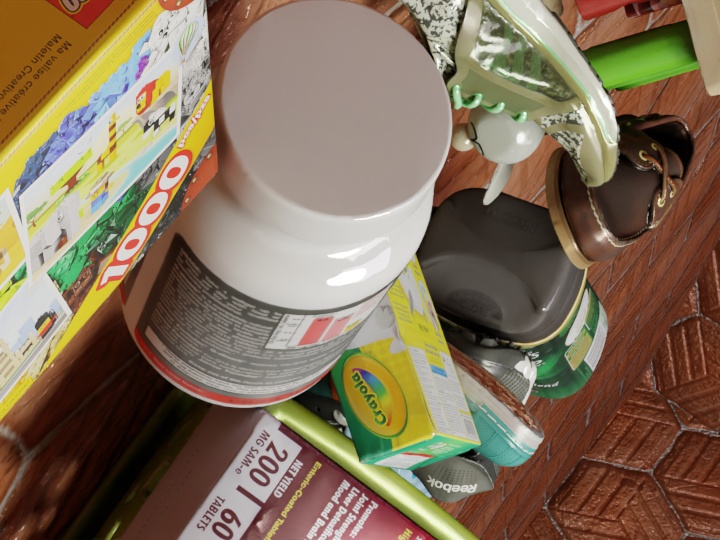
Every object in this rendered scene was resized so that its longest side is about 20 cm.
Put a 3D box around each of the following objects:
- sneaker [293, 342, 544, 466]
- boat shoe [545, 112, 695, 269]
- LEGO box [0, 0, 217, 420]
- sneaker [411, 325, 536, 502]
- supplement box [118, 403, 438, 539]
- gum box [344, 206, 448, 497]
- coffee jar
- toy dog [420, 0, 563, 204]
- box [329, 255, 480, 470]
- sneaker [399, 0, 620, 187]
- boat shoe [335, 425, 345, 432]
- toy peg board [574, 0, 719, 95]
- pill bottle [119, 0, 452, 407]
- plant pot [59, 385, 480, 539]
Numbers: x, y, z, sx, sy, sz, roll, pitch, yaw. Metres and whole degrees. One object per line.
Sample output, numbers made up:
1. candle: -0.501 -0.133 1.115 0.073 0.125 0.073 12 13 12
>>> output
1. sneaker: 0.011 0.065 1.051 0.080 0.199 0.071 -59 153 4
2. boat shoe: 0.162 -0.059 1.133 0.070 0.071 0.200 -18 -167 22
3. LEGO box: -0.138 -0.017 0.606 0.200 0.077 0.149 -51 166 -21
4. sneaker: 0.067 0.098 1.163 0.200 0.066 0.091 88 18 -72
5. supplement box: -0.014 0.160 0.910 0.109 0.199 0.061 -55 -155 -6
6. gum box: 0.035 0.056 1.266 0.170 0.044 0.203 -2 100 -75
7. coffee jar: 0.099 0.017 1.195 0.086 0.103 0.200 -66 162 -11
8. toy dog: 0.078 -0.109 1.117 0.095 0.133 0.200 -18 174 21
9. box: 0.000 0.000 0.957 0.048 0.202 0.117 -19 167 11
10. sneaker: 0.063 -0.111 0.967 0.088 0.200 0.077 -36 -152 5
11. boat shoe: -0.051 0.113 1.219 0.063 0.074 0.200 -62 171 1
12. toy peg board: 0.181 -0.201 1.166 0.097 0.201 0.200 -15 -179 21
13. pill bottle: -0.034 -0.024 0.792 0.116 0.116 0.200 -49 177 -27
14. plant pot: -0.064 0.179 1.023 0.201 0.199 0.181 -54 -157 -7
